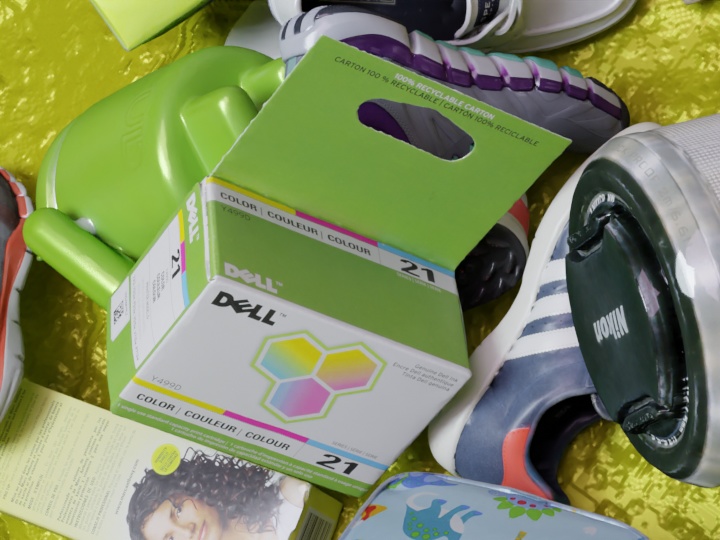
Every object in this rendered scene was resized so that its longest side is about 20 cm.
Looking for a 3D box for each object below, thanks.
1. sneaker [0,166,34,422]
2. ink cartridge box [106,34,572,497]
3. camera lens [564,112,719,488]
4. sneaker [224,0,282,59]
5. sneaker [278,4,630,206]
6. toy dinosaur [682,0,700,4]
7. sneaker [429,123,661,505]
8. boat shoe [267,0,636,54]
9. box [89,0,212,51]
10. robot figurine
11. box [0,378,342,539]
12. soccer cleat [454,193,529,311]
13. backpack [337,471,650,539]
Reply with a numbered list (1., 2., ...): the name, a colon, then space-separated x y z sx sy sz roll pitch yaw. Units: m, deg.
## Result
1. sneaker: -0.228 0.004 1.222 0.077 0.082 0.200 -52 31 31
2. ink cartridge box: -0.010 0.002 1.058 0.200 0.148 0.076 -49 32 35
3. camera lens: 0.203 0.001 1.005 0.200 0.160 0.160 -14 65 -13
4. sneaker: -0.001 -0.169 1.220 0.200 0.085 0.073 -33 66 10
5. sneaker: 0.045 -0.066 1.124 0.074 0.200 0.088 -19 62 59
6. toy dinosaur: 0.197 -0.187 1.161 0.101 0.058 0.200 -33 64 8
7. sneaker: 0.119 0.028 1.106 0.084 0.075 0.200 31 96 29
8. boat shoe: 0.054 -0.139 1.154 0.200 0.065 0.074 -8 109 -11
9. box: -0.047 -0.193 1.186 0.200 0.122 0.048 -34 96 8
10. robot figurine: -0.092 -0.047 1.175 0.200 0.175 0.116 -20 101 49
11. box: -0.114 0.120 1.188 0.200 0.050 0.075 16 79 26
12. soccer cleat: 0.000 0.000 1.183 0.200 0.068 0.073 -22 33 25
13. backpack: 0.044 0.196 1.004 0.183 0.147 0.200 13 47 25
